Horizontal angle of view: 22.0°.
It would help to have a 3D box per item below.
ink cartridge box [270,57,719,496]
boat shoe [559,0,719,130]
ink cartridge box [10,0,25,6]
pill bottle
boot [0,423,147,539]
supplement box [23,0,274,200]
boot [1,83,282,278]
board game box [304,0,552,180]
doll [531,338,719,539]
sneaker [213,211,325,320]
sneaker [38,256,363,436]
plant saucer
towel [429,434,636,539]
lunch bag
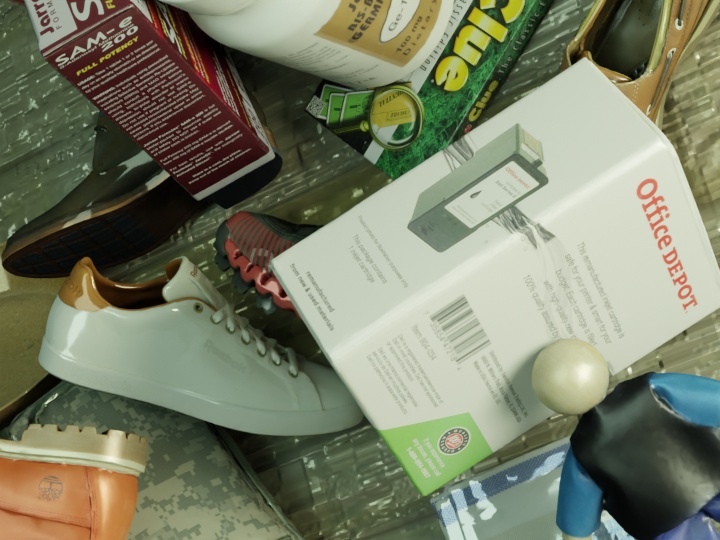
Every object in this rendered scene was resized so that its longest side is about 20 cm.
[{"bbox_3d":[0.077,0.006,0.977,0.200,0.146,0.084,-33,48,-1],"label":"ink cartridge box"},{"bbox_3d":[0.137,-0.105,1.039,0.072,0.068,0.200,26,100,29],"label":"boat shoe"},{"bbox_3d":[-0.137,-0.225,1.146,0.147,0.200,0.083,-51,59,17],"label":"ink cartridge box"},{"bbox_3d":[-0.040,-0.176,1.053,0.114,0.200,0.114,-4,83,31],"label":"pill bottle"},{"bbox_3d":[-0.226,0.143,1.075,0.200,0.075,0.107,1,78,19],"label":"boot"},{"bbox_3d":[-0.128,-0.132,1.075,0.061,0.200,0.109,-29,62,9],"label":"supplement box"},{"bbox_3d":[-0.152,-0.069,1.213,0.200,0.075,0.097,-24,63,10],"label":"boot"},{"bbox_3d":[0.054,-0.154,1.124,0.105,0.023,0.200,38,105,27],"label":"board game box"},{"bbox_3d":[0.160,0.115,0.956,0.136,0.048,0.200,-40,100,21],"label":"doll"},{"bbox_3d":[0.000,0.000,1.114,0.200,0.071,0.098,29,101,29],"label":"sneaker"},{"bbox_3d":[-0.085,0.042,1.105,0.073,0.200,0.085,-118,43,-70],"label":"sneaker"},{"bbox_3d":[-0.259,0.056,1.238,0.200,0.035,0.200,-17,36,13],"label":"plant saucer"},{"bbox_3d":[0.133,0.191,1.041,0.147,0.024,0.200,-28,73,25],"label":"towel"},{"bbox_3d":[-0.140,0.157,1.155,0.168,0.139,0.200,-40,66,4],"label":"lunch bag"}]
